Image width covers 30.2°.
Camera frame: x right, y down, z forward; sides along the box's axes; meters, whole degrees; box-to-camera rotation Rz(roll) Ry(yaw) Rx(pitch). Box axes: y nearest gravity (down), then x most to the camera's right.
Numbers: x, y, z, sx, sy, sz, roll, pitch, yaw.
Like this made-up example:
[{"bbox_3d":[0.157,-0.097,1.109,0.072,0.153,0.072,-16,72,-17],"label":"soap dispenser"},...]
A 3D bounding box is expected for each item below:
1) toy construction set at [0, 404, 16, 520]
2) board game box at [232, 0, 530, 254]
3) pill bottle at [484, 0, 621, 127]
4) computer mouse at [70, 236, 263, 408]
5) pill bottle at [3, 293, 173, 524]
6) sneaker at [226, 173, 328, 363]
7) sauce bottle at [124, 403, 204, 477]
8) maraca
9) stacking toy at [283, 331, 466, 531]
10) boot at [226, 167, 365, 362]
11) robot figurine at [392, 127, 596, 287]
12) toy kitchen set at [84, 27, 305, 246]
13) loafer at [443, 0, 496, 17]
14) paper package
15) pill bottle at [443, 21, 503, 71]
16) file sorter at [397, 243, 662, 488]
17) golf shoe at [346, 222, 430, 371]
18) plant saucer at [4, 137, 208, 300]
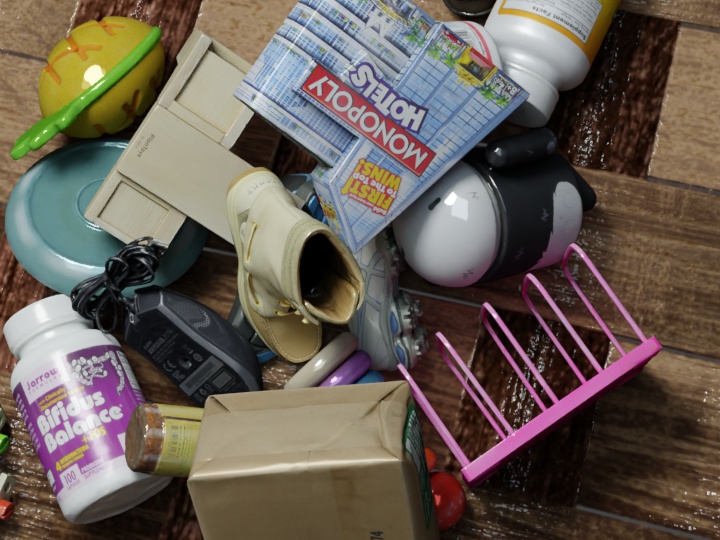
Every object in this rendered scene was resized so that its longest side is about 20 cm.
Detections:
[{"bbox_3d":[-0.414,0.170,1.279,0.200,0.092,0.131,24,54,5],"label":"toy construction set"},{"bbox_3d":[0.005,-0.127,1.124,0.200,0.062,0.200,34,91,-22],"label":"board game box"},{"bbox_3d":[0.186,-0.246,1.303,0.111,0.111,0.200,24,79,13],"label":"pill bottle"},{"bbox_3d":[-0.161,0.055,1.235,0.200,0.138,0.053,45,43,-11],"label":"computer mouse"},{"bbox_3d":[-0.263,0.127,1.260,0.112,0.112,0.200,-28,73,-1],"label":"pill bottle"},{"bbox_3d":[-0.081,-0.001,1.303,0.082,0.073,0.200,28,90,52],"label":"sneaker"},{"bbox_3d":[-0.112,0.161,1.213,0.200,0.066,0.066,11,74,-25],"label":"sauce bottle"},{"bbox_3d":[-0.272,-0.180,1.331,0.107,0.137,0.200,49,57,-17],"label":"maraca"},{"bbox_3d":[0.024,0.154,1.226,0.085,0.085,0.200,-42,88,-5],"label":"stacking toy"},{"bbox_3d":[-0.049,0.022,1.182,0.073,0.200,0.155,-22,32,-20],"label":"boot"},{"bbox_3d":[0.121,-0.056,1.227,0.200,0.125,0.151,-14,106,-36],"label":"robot figurine"},{"bbox_3d":[-0.144,-0.106,1.303,0.163,0.180,0.200,33,96,-14],"label":"toy kitchen set"},{"bbox_3d":[0.108,-0.356,1.364,0.073,0.071,0.200,-4,74,6],"label":"loafer"},{"bbox_3d":[-0.034,0.205,1.135,0.190,0.200,0.104,-6,34,8],"label":"paper package"},{"bbox_3d":[0.022,-0.169,1.218,0.200,0.109,0.109,-8,71,-28],"label":"pill bottle"},{"bbox_3d":[0.145,0.086,1.198,0.200,0.139,0.126,-34,78,-3],"label":"file sorter"},{"bbox_3d":[0.000,0.000,1.263,0.097,0.078,0.200,-9,91,17],"label":"golf shoe"},{"bbox_3d":[-0.248,-0.060,1.312,0.200,0.027,0.200,4,54,-6],"label":"plant saucer"}]
